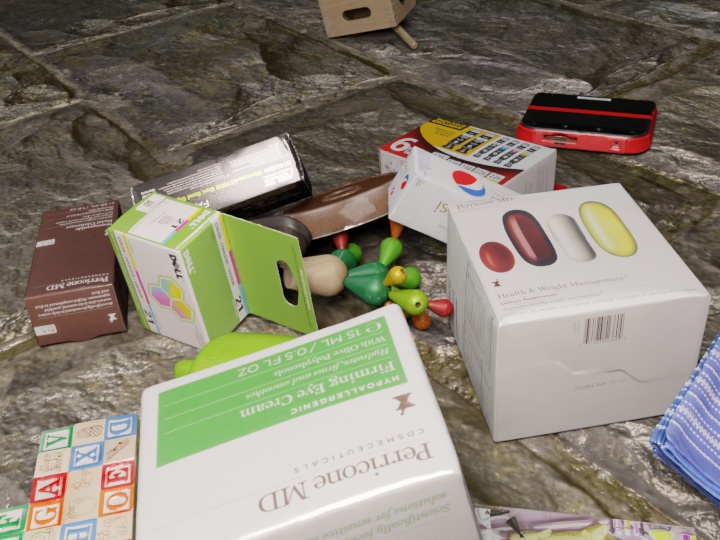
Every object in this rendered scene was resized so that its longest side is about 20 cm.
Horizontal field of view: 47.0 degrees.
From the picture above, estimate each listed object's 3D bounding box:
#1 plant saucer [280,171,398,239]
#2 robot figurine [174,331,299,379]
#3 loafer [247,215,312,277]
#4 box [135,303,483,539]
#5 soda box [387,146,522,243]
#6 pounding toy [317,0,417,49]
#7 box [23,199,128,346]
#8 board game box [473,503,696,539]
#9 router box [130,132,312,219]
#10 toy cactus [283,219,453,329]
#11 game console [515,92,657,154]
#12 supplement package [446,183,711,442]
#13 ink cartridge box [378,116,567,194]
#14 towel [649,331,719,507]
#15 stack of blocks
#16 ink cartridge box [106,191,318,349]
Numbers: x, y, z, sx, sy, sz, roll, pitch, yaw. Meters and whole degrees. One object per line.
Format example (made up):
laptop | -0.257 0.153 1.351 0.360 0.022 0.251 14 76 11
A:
plant saucer | -0.019 -0.083 1.036 0.199 0.035 0.200 -17 12 4
robot figurine | -0.074 0.115 0.732 0.199 0.116 0.175 2 11 34
loafer | -0.152 -0.012 0.958 0.199 0.073 0.072 -12 50 30
box | -0.026 0.170 0.568 0.198 0.201 0.172 -18 35 -1
soda box | 0.133 -0.064 0.949 0.199 0.068 0.064 22 36 -15
pounding toy | 0.034 -0.544 1.712 0.199 0.143 0.184 -2 32 24
box | -0.336 -0.003 0.996 0.100 0.075 0.200 -10 36 -8
board game box | 0.154 0.238 0.625 0.199 0.032 0.120 3 39 11
router box | -0.163 -0.097 1.016 0.199 0.062 0.150 -20 -1 0
toy cactus | 0.000 0.000 0.908 0.164 0.103 0.200 1 28 -26
game console | 0.354 -0.232 1.292 0.199 0.031 0.177 9 32 19
supplement package | 0.196 0.033 0.811 0.190 0.148 0.200 -8 35 -5
ink cartridge box | 0.155 -0.137 1.121 0.199 0.084 0.175 24 43 36
towel | 0.342 0.135 0.705 0.145 0.024 0.200 41 50 13
stack of blocks | -0.235 0.215 0.675 0.115 0.059 0.200 -9 35 -6
ink cartridge box | -0.153 0.014 0.876 0.199 0.148 0.076 17 46 29
